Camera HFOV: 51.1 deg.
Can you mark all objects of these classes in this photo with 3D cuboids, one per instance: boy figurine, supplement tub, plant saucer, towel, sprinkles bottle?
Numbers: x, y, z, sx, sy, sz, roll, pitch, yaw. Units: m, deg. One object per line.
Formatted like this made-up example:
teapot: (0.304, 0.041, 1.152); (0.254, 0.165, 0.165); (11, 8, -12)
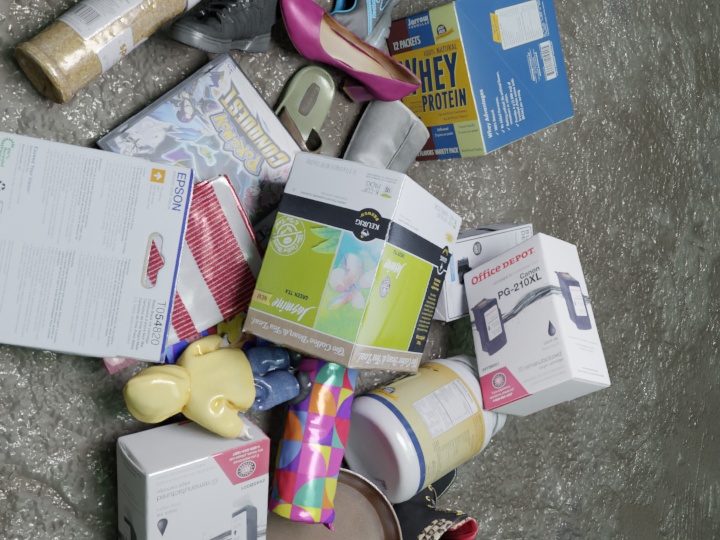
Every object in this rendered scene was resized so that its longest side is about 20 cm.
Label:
boy figurine: (-0.150, 0.126, 0.800); (0.200, 0.064, 0.125); (-6, 61, -35)
supplement tub: (0.086, 0.205, 1.008); (0.200, 0.144, 0.145); (-21, 106, -36)
plant saucer: (-0.048, 0.346, 0.935); (0.200, 0.034, 0.201); (2, 79, -9)
towel: (-0.200, 0.001, 0.784); (0.200, 0.023, 0.144); (-26, 98, -12)
sprinkles bottle: (-0.250, -0.253, 0.764); (0.200, 0.068, 0.068); (-48, 120, -25)

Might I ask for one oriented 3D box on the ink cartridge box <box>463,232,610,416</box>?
ink cartridge box: (0.225, 0.073, 0.989); (0.084, 0.145, 0.200); (16, 56, -36)

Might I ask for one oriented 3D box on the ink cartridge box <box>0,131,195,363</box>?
ink cartridge box: (-0.274, -0.020, 0.729); (0.200, 0.041, 0.200); (10, 86, -12)

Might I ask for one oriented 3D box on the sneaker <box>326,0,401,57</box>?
sneaker: (0.020, -0.372, 0.965); (0.082, 0.073, 0.200); (32, 73, -35)

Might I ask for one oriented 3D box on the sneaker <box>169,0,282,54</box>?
sneaker: (-0.134, -0.295, 0.821); (0.200, 0.060, 0.104); (-33, 143, -63)

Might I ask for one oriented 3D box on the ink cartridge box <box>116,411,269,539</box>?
ink cartridge box: (-0.181, 0.270, 0.816); (0.145, 0.085, 0.200); (-9, 113, -37)

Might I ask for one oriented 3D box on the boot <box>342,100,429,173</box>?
boot: (0.033, -0.108, 1.003); (0.182, 0.072, 0.200); (47, 60, -31)

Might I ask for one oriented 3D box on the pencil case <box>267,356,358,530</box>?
pencil case: (-0.056, 0.203, 0.901); (0.088, 0.088, 0.200); (18, 76, -37)

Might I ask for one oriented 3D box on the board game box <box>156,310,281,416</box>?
board game box: (-0.145, 0.063, 0.880); (0.200, 0.045, 0.135); (-29, 110, -33)

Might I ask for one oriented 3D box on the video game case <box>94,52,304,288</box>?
video game case: (-0.155, -0.111, 0.832); (0.181, 0.025, 0.200); (-42, 103, -20)

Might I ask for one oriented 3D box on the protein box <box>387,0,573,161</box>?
protein box: (0.169, -0.278, 1.049); (0.200, 0.135, 0.199); (-26, 109, -34)

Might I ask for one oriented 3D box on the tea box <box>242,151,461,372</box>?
tea box: (0.000, 0.000, 0.822); (0.200, 0.133, 0.197); (22, 84, -65)

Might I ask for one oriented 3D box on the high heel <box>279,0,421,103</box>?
high heel: (-0.009, -0.272, 0.900); (0.200, 0.096, 0.068); (33, 61, -50)

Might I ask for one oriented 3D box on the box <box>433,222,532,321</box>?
box: (0.173, -0.003, 1.117); (0.200, 0.060, 0.117); (-11, 100, -37)

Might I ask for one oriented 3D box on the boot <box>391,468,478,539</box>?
boot: (0.097, 0.329, 1.021); (0.200, 0.150, 0.073); (-23, 107, -36)

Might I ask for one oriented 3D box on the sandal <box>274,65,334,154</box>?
sandal: (-0.077, -0.163, 0.911); (0.080, 0.057, 0.201); (28, 75, -38)
